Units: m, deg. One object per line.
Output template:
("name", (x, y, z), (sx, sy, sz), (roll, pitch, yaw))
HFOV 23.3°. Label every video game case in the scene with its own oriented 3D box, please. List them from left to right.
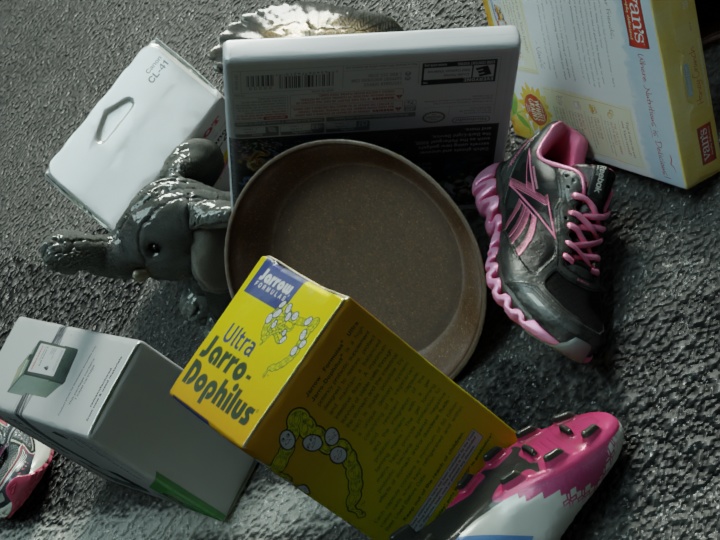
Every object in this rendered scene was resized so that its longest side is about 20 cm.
("video game case", (0.005, -0.100, 1.220), (0.198, 0.182, 0.024), (-4, 55, -4))

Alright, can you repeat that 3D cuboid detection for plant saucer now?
("plant saucer", (0.000, 0.000, 1.232), (0.200, 0.201, 0.037), (-30, 6, 29))

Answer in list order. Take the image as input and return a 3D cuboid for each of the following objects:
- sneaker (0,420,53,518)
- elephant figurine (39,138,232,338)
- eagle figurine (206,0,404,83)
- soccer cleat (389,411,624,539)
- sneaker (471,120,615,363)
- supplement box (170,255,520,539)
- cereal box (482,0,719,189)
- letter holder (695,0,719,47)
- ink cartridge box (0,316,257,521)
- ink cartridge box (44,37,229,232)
("sneaker", (-0.338, 0.154, 1.568), (0.081, 0.075, 0.200), (-52, 34, 0))
("elephant figurine", (-0.124, -0.029, 1.353), (0.140, 0.200, 0.156), (3, 65, 30))
("eagle figurine", (0.001, -0.132, 1.298), (0.151, 0.199, 0.152), (-24, 44, 55))
("soccer cleat", (0.087, 0.166, 1.060), (0.199, 0.087, 0.070), (-34, 17, -16))
("sneaker", (0.133, -0.027, 1.159), (0.095, 0.079, 0.201), (-43, 35, 26))
("supplement box", (-0.001, 0.098, 1.099), (0.110, 0.200, 0.109), (-55, 33, -6))
("cereal box", (0.160, -0.145, 1.192), (0.039, 0.145, 0.200), (-27, 27, -23))
("letter holder", (0.255, -0.272, 1.233), (0.141, 0.100, 0.201), (-19, 45, 37))
("ink cartridge box", (-0.189, 0.113, 1.363), (0.199, 0.146, 0.085), (7, 65, 53))
("ink cartridge box", (-0.162, -0.089, 1.473), (0.085, 0.200, 0.148), (38, 89, 14))
